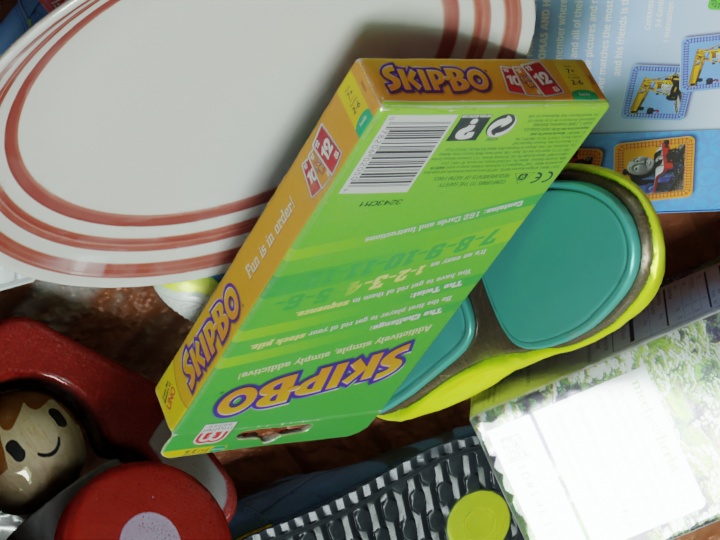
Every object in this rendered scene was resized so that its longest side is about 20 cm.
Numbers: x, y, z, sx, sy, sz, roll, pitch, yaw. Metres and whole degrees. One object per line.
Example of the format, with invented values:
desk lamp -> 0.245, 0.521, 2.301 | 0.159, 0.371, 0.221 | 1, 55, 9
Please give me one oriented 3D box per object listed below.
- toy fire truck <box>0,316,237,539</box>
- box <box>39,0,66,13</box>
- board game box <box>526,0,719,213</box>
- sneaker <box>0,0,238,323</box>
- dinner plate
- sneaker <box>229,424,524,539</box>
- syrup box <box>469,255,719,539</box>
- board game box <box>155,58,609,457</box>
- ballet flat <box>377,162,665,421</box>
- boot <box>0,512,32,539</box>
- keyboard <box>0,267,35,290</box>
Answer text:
toy fire truck -> -0.153, 0.097, 0.828 | 0.168, 0.200, 0.112 | 53, 153, 3
box -> -0.096, -0.173, 0.659 | 0.095, 0.100, 0.200 | -26, 129, 16
board game box -> 0.095, -0.086, 0.795 | 0.198, 0.037, 0.152 | -3, 132, -4
sneaker -> -0.057, -0.045, 0.792 | 0.199, 0.076, 0.105 | 24, 113, -38
dinner plate -> -0.039, -0.057, 0.698 | 0.199, 0.024, 0.201 | -19, 155, -9
sneaker -> 0.005, 0.105, 0.945 | 0.198, 0.078, 0.067 | -19, 107, -12
syrup box -> 0.148, 0.042, 0.862 | 0.199, 0.081, 0.079 | -24, 100, 11
board game box -> 0.000, 0.000, 0.770 | 0.095, 0.030, 0.201 | -4, 142, -34
ballet flat -> 0.062, 0.006, 0.825 | 0.067, 0.067, 0.200 | -13, 168, -37
boot -> -0.200, 0.158, 0.930 | 0.199, 0.074, 0.096 | -28, 91, 16
keyboard -> -0.196, 0.000, 0.778 | 0.199, 0.011, 0.057 | -16, 119, -40
